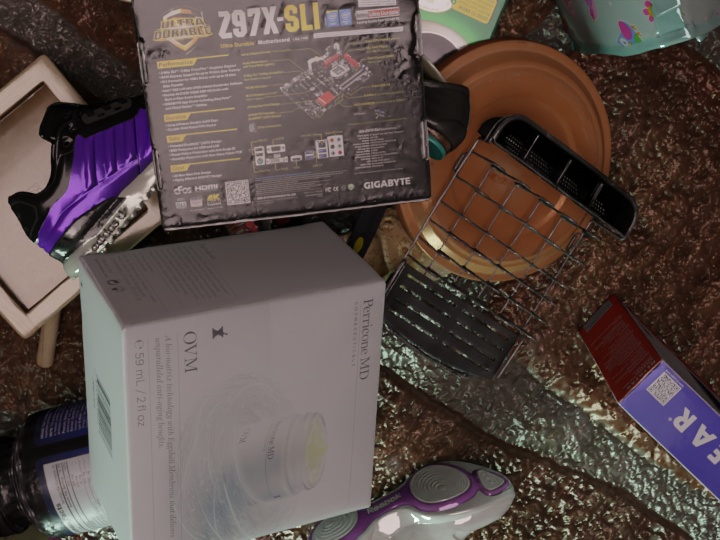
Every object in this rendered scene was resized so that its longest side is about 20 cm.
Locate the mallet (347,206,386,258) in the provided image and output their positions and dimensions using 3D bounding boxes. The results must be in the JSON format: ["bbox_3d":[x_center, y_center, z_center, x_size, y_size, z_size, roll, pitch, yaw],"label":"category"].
[{"bbox_3d":[0.000,0.000,0.921,0.065,0.041,0.201,29,129,-5],"label":"mallet"}]

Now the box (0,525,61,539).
[{"bbox_3d":[-0.383,0.278,0.987,0.197,0.176,0.098,12,104,-3],"label":"box"}]

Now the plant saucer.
[{"bbox_3d":[0.121,-0.088,0.935,0.197,0.032,0.204,-6,108,-19],"label":"plant saucer"}]

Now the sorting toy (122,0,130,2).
[{"bbox_3d":[-0.095,-0.297,0.888,0.197,0.070,0.202,11,104,-11],"label":"sorting toy"}]

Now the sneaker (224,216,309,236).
[{"bbox_3d":[-0.099,-0.080,0.943,0.097,0.071,0.204,3,105,31],"label":"sneaker"}]

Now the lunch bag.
[{"bbox_3d":[0.198,-0.252,0.839,0.120,0.200,0.173,-18,103,5],"label":"lunch bag"}]

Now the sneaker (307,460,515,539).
[{"bbox_3d":[0.053,0.241,1.039,0.198,0.075,0.100,-22,117,10],"label":"sneaker"}]

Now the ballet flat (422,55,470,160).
[{"bbox_3d":[-0.004,-0.157,0.869,0.198,0.068,0.069,28,80,-4],"label":"ballet flat"}]

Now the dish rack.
[{"bbox_3d":[0.111,-0.010,0.909,0.152,0.055,0.201,31,95,-24],"label":"dish rack"}]

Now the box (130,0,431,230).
[{"bbox_3d":[-0.052,-0.120,0.798,0.197,0.049,0.162,-7,105,-6],"label":"box"}]

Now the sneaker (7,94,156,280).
[{"bbox_3d":[-0.185,-0.100,0.846,0.099,0.069,0.201,40,79,-13],"label":"sneaker"}]

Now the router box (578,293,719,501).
[{"bbox_3d":[0.280,0.126,0.943,0.200,0.180,0.049,43,101,-10],"label":"router box"}]

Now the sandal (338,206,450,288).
[{"bbox_3d":[0.013,-0.010,0.967,0.208,0.070,0.079,-13,104,4],"label":"sandal"}]

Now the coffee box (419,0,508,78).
[{"bbox_3d":[0.043,-0.191,0.935,0.121,0.044,0.202,21,103,-6],"label":"coffee box"}]

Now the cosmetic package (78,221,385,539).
[{"bbox_3d":[-0.096,0.088,0.852,0.197,0.123,0.202,-11,119,-26],"label":"cosmetic package"}]

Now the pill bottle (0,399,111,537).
[{"bbox_3d":[-0.232,0.168,0.992,0.197,0.112,0.114,-14,104,5],"label":"pill bottle"}]

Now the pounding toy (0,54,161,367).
[{"bbox_3d":[-0.263,-0.038,0.944,0.184,0.142,0.201,-40,103,-5],"label":"pounding toy"}]
